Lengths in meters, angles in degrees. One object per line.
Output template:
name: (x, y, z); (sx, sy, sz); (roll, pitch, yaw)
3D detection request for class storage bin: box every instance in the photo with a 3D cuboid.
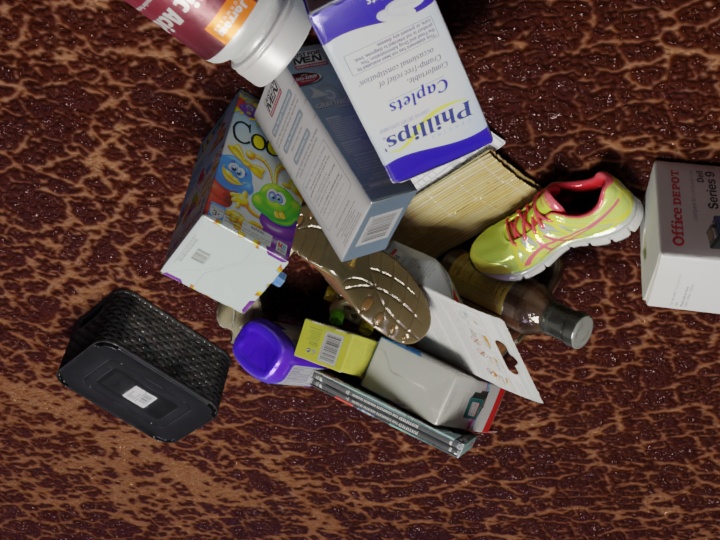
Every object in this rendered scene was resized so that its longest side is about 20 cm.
storage bin: (-0.292, 0.134, 1.592); (0.199, 0.094, 0.135); (37, 131, -25)

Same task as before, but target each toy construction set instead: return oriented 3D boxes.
toy construction set: (-0.041, 0.002, 1.400); (0.199, 0.093, 0.131); (21, 146, -30)

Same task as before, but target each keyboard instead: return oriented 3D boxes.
keyboard: (0.074, -0.106, 1.320); (0.056, 0.011, 0.199); (34, 133, -24)

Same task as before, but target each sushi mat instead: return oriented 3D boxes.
sushi mat: (0.105, -0.068, 1.348); (0.095, 0.012, 0.199); (32, 134, -32)

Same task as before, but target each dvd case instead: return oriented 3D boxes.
dvd case: (0.041, 0.169, 1.417); (0.199, 0.022, 0.146); (26, -178, 13)

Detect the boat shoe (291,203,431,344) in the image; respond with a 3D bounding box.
boat shoe: (-0.001, 0.000, 1.303); (0.200, 0.068, 0.072); (42, 92, -5)

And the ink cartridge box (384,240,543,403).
ink cartridge box: (0.120, 0.057, 1.339); (0.199, 0.050, 0.163); (21, 152, 41)

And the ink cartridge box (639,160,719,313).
ink cartridge box: (0.401, -0.030, 1.236); (0.198, 0.146, 0.088); (5, 137, 6)

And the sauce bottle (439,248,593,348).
sauce bottle: (0.175, 0.035, 1.341); (0.199, 0.065, 0.065); (28, 152, 39)

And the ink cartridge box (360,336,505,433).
ink cartridge box: (0.101, 0.146, 1.451); (0.115, 0.068, 0.200); (24, -178, 29)

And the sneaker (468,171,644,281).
sneaker: (0.204, -0.058, 1.291); (0.198, 0.079, 0.090); (-24, 142, 17)

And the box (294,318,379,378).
box: (0.001, 0.107, 1.454); (0.075, 0.051, 0.200); (17, 176, 29)

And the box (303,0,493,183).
box: (0.023, -0.217, 1.070); (0.104, 0.185, 0.201); (-24, 130, 8)

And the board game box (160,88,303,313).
board game box: (-0.126, -0.076, 1.251); (0.102, 0.201, 0.105); (28, 135, -19)

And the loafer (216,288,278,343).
loafer: (-0.149, 0.040, 1.475); (0.067, 0.076, 0.201); (-3, 137, 5)

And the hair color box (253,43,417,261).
hair color box: (-0.029, -0.121, 1.189); (0.060, 0.201, 0.099); (-17, 153, -32)

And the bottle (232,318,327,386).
bottle: (-0.079, 0.107, 1.478); (0.066, 0.083, 0.200); (-57, 154, 9)

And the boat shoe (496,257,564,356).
boat shoe: (0.187, 0.041, 1.424); (0.068, 0.072, 0.200); (4, 139, -40)

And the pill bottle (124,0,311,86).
pill bottle: (-0.148, -0.270, 1.111); (0.199, 0.115, 0.114); (34, 133, -24)
